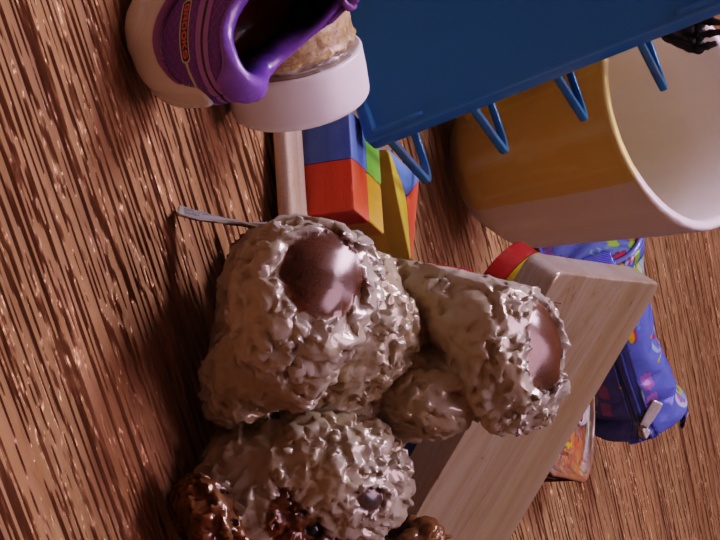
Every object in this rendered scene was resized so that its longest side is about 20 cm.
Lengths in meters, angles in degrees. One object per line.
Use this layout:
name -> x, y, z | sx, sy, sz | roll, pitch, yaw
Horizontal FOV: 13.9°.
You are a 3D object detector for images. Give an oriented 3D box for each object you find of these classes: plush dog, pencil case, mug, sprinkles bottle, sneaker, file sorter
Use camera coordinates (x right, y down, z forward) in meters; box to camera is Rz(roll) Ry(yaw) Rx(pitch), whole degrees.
plush dog -> -0.024, 0.072, 1.334 | 0.200, 0.160, 0.172 | 18, 83, -44
pencil case -> 0.181, 0.041, 2.120 | 0.087, 0.078, 0.200 | -110, -179, -49
mug -> 0.130, -0.097, 1.815 | 0.149, 0.153, 0.187 | -39, 107, -47
sprinkles bottle -> -0.046, -0.166, 1.372 | 0.068, 0.068, 0.201 | -65, 147, -60
sneaker -> -0.016, -0.146, 1.299 | 0.081, 0.083, 0.200 | 48, 67, -40
file sorter -> 0.090, -0.146, 1.551 | 0.123, 0.199, 0.139 | 45, 25, -69

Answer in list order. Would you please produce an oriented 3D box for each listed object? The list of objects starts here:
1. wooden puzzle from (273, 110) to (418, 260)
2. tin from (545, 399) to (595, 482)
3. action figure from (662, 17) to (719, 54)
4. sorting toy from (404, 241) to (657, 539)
wooden puzzle -> 0.000, 0.000, 1.540 | 0.185, 0.046, 0.201 | 40, 49, -69
tin -> 0.121, 0.084, 1.978 | 0.200, 0.042, 0.112 | 25, 67, -73
action figure -> 0.107, -0.173, 1.674 | 0.102, 0.199, 0.119 | 145, -57, -62
sorting toy -> 0.051, 0.072, 1.511 | 0.200, 0.069, 0.199 | -60, 162, 8
